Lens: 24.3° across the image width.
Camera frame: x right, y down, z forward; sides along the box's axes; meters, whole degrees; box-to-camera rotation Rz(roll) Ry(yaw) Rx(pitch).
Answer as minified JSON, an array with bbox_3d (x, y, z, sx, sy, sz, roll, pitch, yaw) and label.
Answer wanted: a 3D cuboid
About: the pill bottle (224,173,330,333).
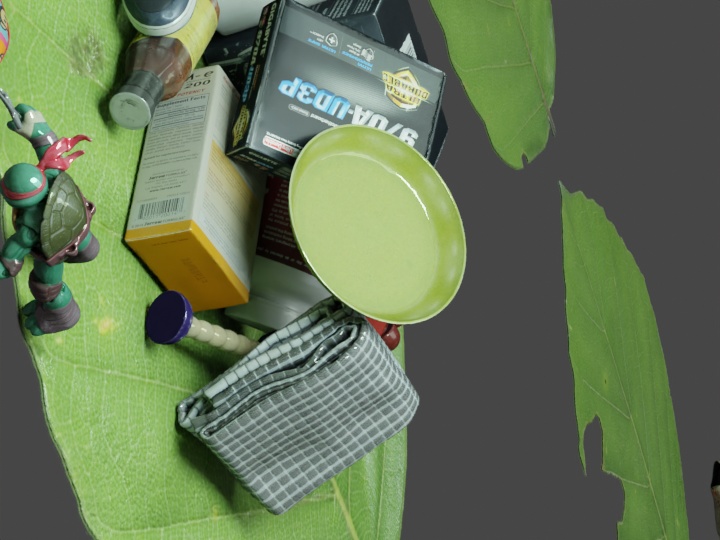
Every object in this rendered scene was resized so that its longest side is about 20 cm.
[{"bbox_3d":[-0.064,-0.035,1.694,0.113,0.113,0.200,34,74,-63],"label":"pill bottle"}]

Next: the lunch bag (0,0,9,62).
[{"bbox_3d":[-0.331,-0.175,1.161,0.200,0.082,0.176,-78,150,-42],"label":"lunch bag"}]

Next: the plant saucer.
[{"bbox_3d":[0.011,-0.040,1.562,0.200,0.031,0.200,16,60,-30],"label":"plant saucer"}]

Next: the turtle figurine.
[{"bbox_3d":[-0.252,-0.039,1.271,0.150,0.101,0.200,-59,159,-23],"label":"turtle figurine"}]

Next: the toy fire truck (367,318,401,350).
[{"bbox_3d":[0.000,0.000,1.846,0.168,0.112,0.200,50,32,-17],"label":"toy fire truck"}]

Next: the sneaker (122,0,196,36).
[{"bbox_3d":[-0.204,-0.328,1.544,0.146,0.077,0.203,69,11,-57],"label":"sneaker"}]

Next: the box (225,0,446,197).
[{"bbox_3d":[-0.021,-0.153,1.625,0.200,0.046,0.159,22,72,-28],"label":"box"}]

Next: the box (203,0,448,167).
[{"bbox_3d":[-0.033,-0.191,1.787,0.124,0.196,0.200,-66,142,-55],"label":"box"}]

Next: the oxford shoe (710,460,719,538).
[{"bbox_3d":[0.881,0.561,4.088,0.075,0.070,0.200,27,53,-32],"label":"oxford shoe"}]

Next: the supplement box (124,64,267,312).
[{"bbox_3d":[-0.152,-0.078,1.601,0.126,0.073,0.200,56,32,-47],"label":"supplement box"}]

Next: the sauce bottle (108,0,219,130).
[{"bbox_3d":[-0.186,-0.202,1.576,0.200,0.066,0.066,-73,147,-53],"label":"sauce bottle"}]

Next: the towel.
[{"bbox_3d":[-0.054,0.131,1.593,0.086,0.200,0.166,57,2,37],"label":"towel"}]

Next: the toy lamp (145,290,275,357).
[{"bbox_3d":[-0.120,0.071,1.596,0.200,0.058,0.058,26,56,-48],"label":"toy lamp"}]

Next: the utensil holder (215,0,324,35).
[{"bbox_3d":[-0.075,-0.346,1.692,0.170,0.200,0.170,-19,90,-81],"label":"utensil holder"}]
